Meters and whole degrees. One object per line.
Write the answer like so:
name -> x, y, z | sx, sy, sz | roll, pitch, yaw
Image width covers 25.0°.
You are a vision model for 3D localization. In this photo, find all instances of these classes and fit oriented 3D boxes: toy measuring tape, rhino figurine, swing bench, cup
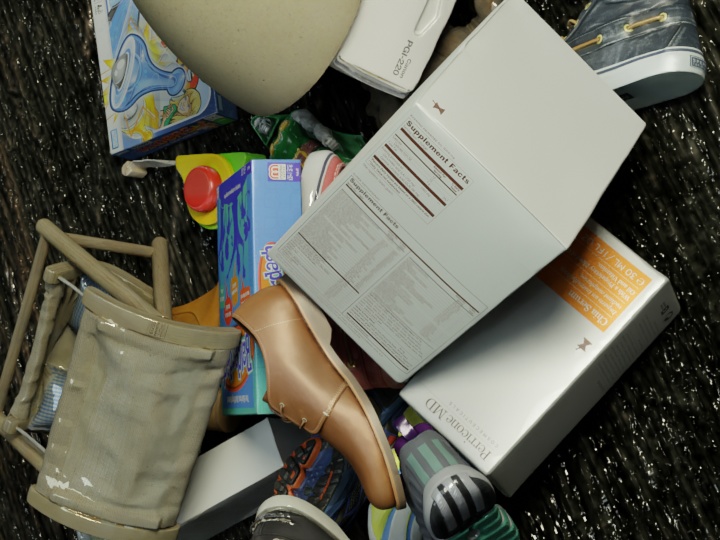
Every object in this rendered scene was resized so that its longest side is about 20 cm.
toy measuring tape -> -0.152, -0.070, 1.491 | 0.199, 0.073, 0.074 | 0, 84, 43
rhino figurine -> 0.080, -0.180, 1.349 | 0.200, 0.060, 0.088 | -49, 55, 22
swing bench -> -0.213, 0.092, 1.362 | 0.200, 0.129, 0.200 | 46, 122, 54
cup -> -0.105, -0.243, 1.290 | 0.200, 0.143, 0.201 | -34, 46, 43

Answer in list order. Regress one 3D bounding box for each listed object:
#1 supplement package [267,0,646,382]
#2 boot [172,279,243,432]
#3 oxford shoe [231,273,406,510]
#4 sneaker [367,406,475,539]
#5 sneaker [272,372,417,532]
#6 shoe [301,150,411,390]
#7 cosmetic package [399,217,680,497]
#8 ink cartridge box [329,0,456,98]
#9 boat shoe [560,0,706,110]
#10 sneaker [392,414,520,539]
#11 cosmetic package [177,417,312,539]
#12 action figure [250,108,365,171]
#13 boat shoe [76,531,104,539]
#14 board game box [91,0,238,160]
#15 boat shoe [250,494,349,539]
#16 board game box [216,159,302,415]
supplement package -> 0.073, -0.061, 1.209 | 0.147, 0.191, 0.200 | 44, 133, -4
boot -> -0.153, 0.044, 1.473 | 0.144, 0.071, 0.202 | 10, 86, 40
oxford shoe -> -0.031, 0.101, 1.219 | 0.071, 0.071, 0.200 | -29, 73, -12
sneaker -> 0.077, 0.155, 1.303 | 0.105, 0.076, 0.201 | 18, 93, 33
sneaker -> 0.002, 0.135, 1.360 | 0.075, 0.078, 0.200 | 32, 85, 36
shoe -> 0.000, 0.000, 1.323 | 0.091, 0.071, 0.201 | -2, 83, 21
cosmetic package -> 0.138, 0.061, 1.237 | 0.200, 0.071, 0.101 | -47, 62, -3
ink cartridge box -> -0.005, -0.242, 1.353 | 0.200, 0.085, 0.146 | 34, 101, 55
boat shoe -> 0.176, -0.167, 1.287 | 0.199, 0.071, 0.091 | -14, 68, 29
sneaker -> 0.070, 0.181, 1.251 | 0.074, 0.200, 0.088 | -29, 57, -11
cosmetic package -> -0.125, 0.193, 1.428 | 0.200, 0.082, 0.051 | -31, 69, 26
action figure -> -0.029, -0.085, 1.418 | 0.200, 0.055, 0.118 | 39, 108, 35
boat shoe -> -0.222, 0.271, 1.492 | 0.065, 0.074, 0.203 | -38, 61, 30
board game box -> -0.191, -0.221, 1.549 | 0.135, 0.034, 0.201 | -18, 75, 31
boat shoe -> -0.003, 0.255, 1.290 | 0.200, 0.060, 0.074 | 37, 124, -12
board game box -> -0.083, 0.019, 1.334 | 0.152, 0.045, 0.201 | 159, 110, -73
